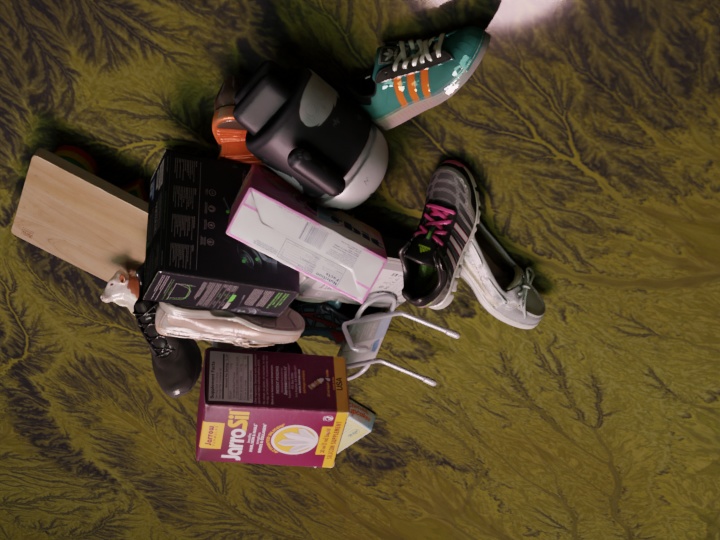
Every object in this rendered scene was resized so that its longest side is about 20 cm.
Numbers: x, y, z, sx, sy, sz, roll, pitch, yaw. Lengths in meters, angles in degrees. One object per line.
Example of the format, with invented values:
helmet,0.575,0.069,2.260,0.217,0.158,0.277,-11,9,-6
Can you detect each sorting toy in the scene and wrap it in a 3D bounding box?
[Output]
sorting toy,-0.394,-0.088,1.638,0.199,0.070,0.199,28,140,-9

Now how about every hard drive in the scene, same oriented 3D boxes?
hard drive,0.000,0.000,1.532,0.198,0.038,0.140,10,147,-31

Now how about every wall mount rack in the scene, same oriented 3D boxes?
wall mount rack,0.041,0.119,1.621,0.172,0.075,0.201,-9,143,-26

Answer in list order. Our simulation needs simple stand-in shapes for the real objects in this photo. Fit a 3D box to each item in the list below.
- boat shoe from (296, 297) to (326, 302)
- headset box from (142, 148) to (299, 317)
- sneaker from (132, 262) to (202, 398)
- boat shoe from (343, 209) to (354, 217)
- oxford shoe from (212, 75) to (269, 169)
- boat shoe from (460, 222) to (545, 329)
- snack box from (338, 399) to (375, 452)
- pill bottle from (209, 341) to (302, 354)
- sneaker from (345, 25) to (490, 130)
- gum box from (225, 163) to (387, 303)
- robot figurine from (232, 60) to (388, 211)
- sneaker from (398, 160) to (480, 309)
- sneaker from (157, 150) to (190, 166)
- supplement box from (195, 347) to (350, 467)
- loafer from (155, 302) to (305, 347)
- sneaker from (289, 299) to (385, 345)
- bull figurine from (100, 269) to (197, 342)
boat shoe,-0.131,0.000,1.625,0.198,0.074,0.061,9,133,20
headset box,-0.171,-0.044,1.438,0.198,0.176,0.093,8,154,-21
sneaker,-0.279,0.080,1.546,0.075,0.202,0.091,-24,155,16
boat shoe,-0.039,-0.083,1.497,0.067,0.072,0.201,-16,148,-5
oxford shoe,-0.154,-0.178,1.444,0.070,0.074,0.200,-1,158,-4
boat shoe,0.184,0.001,1.495,0.202,0.075,0.065,46,135,-16
snack box,-0.074,0.273,1.942,0.116,0.037,0.200,33,139,-15
pill bottle,-0.169,0.068,1.576,0.111,0.112,0.201,-14,125,34
sneaker,0.060,-0.232,1.279,0.080,0.072,0.199,35,140,-25
gum box,-0.060,-0.044,1.360,0.199,0.114,0.067,28,106,-11
robot figurine,-0.059,-0.158,1.330,0.199,0.151,0.124,37,152,-24
sneaker,0.096,-0.039,1.417,0.073,0.087,0.202,21,110,27
sneaker,-0.201,-0.091,1.551,0.200,0.074,0.079,38,172,-13
supplement box,-0.124,0.191,1.540,0.198,0.104,0.132,4,135,-10
loafer,-0.175,0.069,1.480,0.198,0.072,0.063,12,122,-17
sneaker,-0.054,0.050,1.659,0.198,0.080,0.096,13,136,-7
bull figurine,-0.287,0.053,1.665,0.198,0.123,0.065,-6,176,-35
